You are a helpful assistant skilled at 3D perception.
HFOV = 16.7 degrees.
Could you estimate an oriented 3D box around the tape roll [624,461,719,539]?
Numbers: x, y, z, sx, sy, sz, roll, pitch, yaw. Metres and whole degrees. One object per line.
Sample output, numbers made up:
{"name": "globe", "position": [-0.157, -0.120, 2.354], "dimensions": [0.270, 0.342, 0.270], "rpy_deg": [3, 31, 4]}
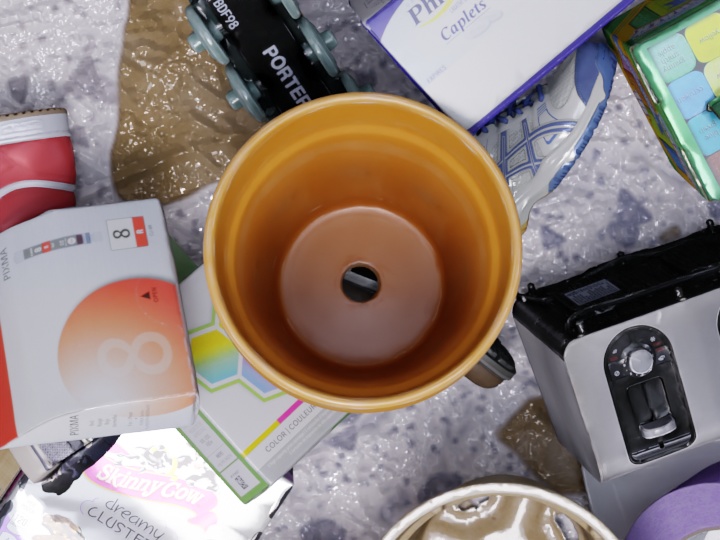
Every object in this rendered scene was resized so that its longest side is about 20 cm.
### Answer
{"name": "tape roll", "position": [0.278, 0.232, 1.706], "dimensions": [0.200, 0.066, 0.200], "rpy_deg": [12, 111, 33]}

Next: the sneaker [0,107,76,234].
{"name": "sneaker", "position": [-0.294, -0.042, 1.716], "dimensions": [0.200, 0.071, 0.113], "rpy_deg": [-11, 91, -2]}

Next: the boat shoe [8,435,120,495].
{"name": "boat shoe", "position": [-0.229, 0.048, 1.691], "dimensions": [0.093, 0.075, 0.200], "rpy_deg": [-37, 85, 11]}

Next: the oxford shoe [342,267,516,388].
{"name": "oxford shoe", "position": [0.016, 0.039, 1.750], "dimensions": [0.200, 0.073, 0.084], "rpy_deg": [28, 101, 5]}

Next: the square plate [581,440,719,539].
{"name": "square plate", "position": [0.277, 0.212, 1.790], "dimensions": [0.198, 0.028, 0.200], "rpy_deg": [-11, 100, 14]}

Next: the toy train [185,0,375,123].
{"name": "toy train", "position": [-0.060, -0.151, 1.661], "dimensions": [0.085, 0.114, 0.200], "rpy_deg": [-34, 125, 3]}

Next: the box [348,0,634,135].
{"name": "box", "position": [0.097, -0.193, 1.641], "dimensions": [0.184, 0.200, 0.105], "rpy_deg": [-40, 100, 5]}

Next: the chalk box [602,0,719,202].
{"name": "chalk box", "position": [0.253, -0.133, 1.657], "dimensions": [0.125, 0.200, 0.124], "rpy_deg": [-28, 100, 3]}

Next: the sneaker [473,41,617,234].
{"name": "sneaker", "position": [0.100, -0.085, 1.721], "dimensions": [0.088, 0.075, 0.200], "rpy_deg": [33, 101, -4]}

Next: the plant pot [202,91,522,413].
{"name": "plant pot", "position": [0.000, 0.000, 1.617], "dimensions": [0.200, 0.183, 0.200], "rpy_deg": [0, 81, -1]}

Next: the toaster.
{"name": "toaster", "position": [0.209, 0.051, 1.704], "dimensions": [0.181, 0.200, 0.119], "rpy_deg": [-19, 103, -7]}

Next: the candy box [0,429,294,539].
{"name": "candy box", "position": [-0.169, 0.182, 1.764], "dimensions": [0.168, 0.072, 0.200], "rpy_deg": [32, 97, -7]}

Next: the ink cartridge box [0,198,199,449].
{"name": "ink cartridge box", "position": [-0.217, 0.036, 1.628], "dimensions": [0.200, 0.050, 0.162], "rpy_deg": [-5, 57, -13]}

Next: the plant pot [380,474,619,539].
{"name": "plant pot", "position": [0.098, 0.226, 1.719], "dimensions": [0.200, 0.183, 0.201], "rpy_deg": [1, 98, 3]}

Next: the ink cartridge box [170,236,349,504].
{"name": "ink cartridge box", "position": [-0.104, 0.053, 1.711], "dimensions": [0.200, 0.059, 0.104], "rpy_deg": [48, 60, 1]}

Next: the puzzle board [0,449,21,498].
{"name": "puzzle board", "position": [-0.301, 0.099, 1.753], "dimensions": [0.151, 0.017, 0.200], "rpy_deg": [36, 98, 11]}
